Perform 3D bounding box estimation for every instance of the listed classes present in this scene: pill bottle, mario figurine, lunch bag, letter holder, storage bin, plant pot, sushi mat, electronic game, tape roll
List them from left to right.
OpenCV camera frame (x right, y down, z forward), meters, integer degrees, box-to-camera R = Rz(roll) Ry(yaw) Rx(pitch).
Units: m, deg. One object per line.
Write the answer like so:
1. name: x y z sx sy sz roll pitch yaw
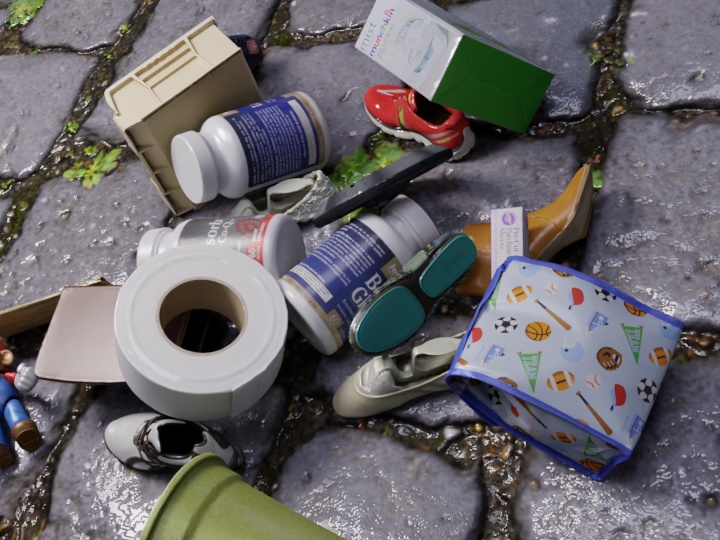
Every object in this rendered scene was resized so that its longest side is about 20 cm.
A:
1. mario figurine: -0.490 0.151 1.411 0.123 0.106 0.200 -10 47 -34
2. sushi mat: -0.419 0.051 1.481 0.199 0.096 0.012 -18 71 7
3. letter holder: -0.290 0.103 1.380 0.199 0.101 0.143 -2 54 20
4. storage bin: -0.232 -0.211 1.545 0.198 0.200 0.094 -37 53 -11
5. tape roll: -0.184 0.071 1.270 0.201 0.071 0.204 5 56 -7
6. pill bottle: -0.180 -0.011 1.418 0.199 0.116 0.116 -3 51 20
7. pill bottle: -0.150 -0.165 1.492 0.199 0.116 0.116 -22 43 -29
8. plant pot: -0.105 0.308 1.094 0.183 0.201 0.201 16 59 17
9. pill bottle: 0.000 0.000 1.339 0.200 0.111 0.111 -41 49 -13
10. electronic game: 0.028 -0.105 1.389 0.199 0.200 0.042 -27 92 -1
11. lunch bag: 0.206 0.094 1.144 0.199 0.124 0.171 27 62 5

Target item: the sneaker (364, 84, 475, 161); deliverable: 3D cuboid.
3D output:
1. sneaker: 0.080 -0.227 1.512 0.199 0.085 0.077 30 67 37

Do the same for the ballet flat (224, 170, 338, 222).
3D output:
1. ballet flat: -0.127 -0.084 1.491 0.199 0.072 0.072 -25 47 2

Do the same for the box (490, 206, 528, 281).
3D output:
1. box: 0.171 0.029 1.247 0.041 0.039 0.202 -3 75 18

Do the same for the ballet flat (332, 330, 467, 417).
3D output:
1. ballet flat: 0.055 0.114 1.255 0.199 0.070 0.070 -18 48 7

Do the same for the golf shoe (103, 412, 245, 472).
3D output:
1. golf shoe: -0.232 0.194 1.285 0.199 0.095 0.078 7 57 28

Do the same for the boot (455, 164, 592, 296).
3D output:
1. boot: 0.197 -0.052 1.331 0.143 0.071 0.202 8 60 27

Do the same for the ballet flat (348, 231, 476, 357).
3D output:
1. ballet flat: 0.055 0.030 1.273 0.200 0.075 0.074 -38 48 -22

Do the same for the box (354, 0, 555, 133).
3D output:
1. box: 0.126 -0.282 1.452 0.176 0.199 0.097 41 112 40

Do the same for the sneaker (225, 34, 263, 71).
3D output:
1. sneaker: -0.192 -0.334 1.662 0.084 0.076 0.200 -16 5 -4
